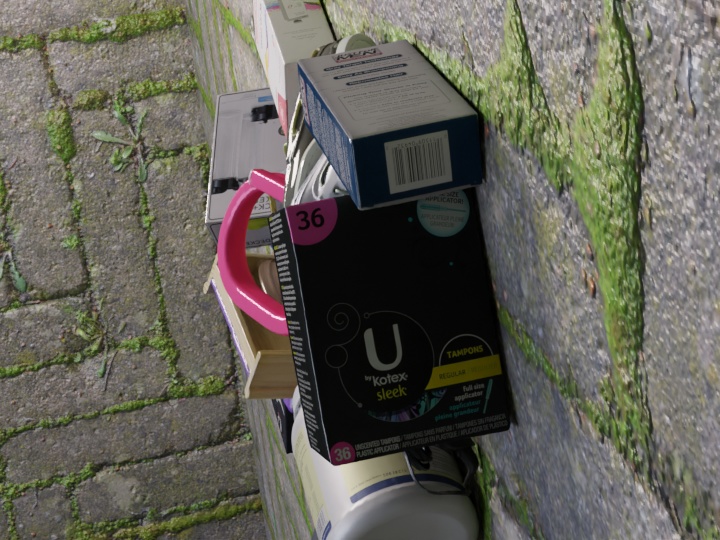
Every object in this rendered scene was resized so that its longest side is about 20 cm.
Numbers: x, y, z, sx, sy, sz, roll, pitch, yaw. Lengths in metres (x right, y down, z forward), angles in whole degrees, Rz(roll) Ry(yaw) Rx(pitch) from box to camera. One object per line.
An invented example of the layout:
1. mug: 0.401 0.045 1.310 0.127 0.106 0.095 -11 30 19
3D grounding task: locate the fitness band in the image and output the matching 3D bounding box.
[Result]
1. fitness band: -0.081 -0.018 1.339 0.200 0.037 0.145 32 114 50

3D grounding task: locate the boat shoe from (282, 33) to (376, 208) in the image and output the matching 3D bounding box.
1. boat shoe: -0.034 -0.121 1.255 0.060 0.072 0.203 0 69 44

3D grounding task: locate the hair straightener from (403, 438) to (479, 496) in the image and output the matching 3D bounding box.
1. hair straightener: 0.029 0.123 1.180 0.200 0.077 0.041 53 161 -6

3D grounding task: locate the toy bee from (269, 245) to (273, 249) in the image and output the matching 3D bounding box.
1. toy bee: -0.071 -0.064 1.677 0.200 0.108 0.131 52 -179 -11

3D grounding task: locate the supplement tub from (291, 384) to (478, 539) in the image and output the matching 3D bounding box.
1. supplement tub: 0.016 0.186 1.279 0.201 0.144 0.146 -111 14 -45

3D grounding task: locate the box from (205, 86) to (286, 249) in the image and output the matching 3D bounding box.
1. box: -0.116 -0.125 1.627 0.060 0.116 0.201 69 -161 -53

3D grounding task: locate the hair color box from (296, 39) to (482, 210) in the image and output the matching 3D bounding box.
1. hair color box: 0.019 -0.120 1.076 0.200 0.099 0.061 -118 19 -61

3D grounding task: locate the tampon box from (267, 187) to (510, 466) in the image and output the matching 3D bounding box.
1. tampon box: 0.020 0.037 1.089 0.126 0.149 0.202 175 84 -79

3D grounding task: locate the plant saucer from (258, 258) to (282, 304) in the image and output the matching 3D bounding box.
1. plant saucer: -0.042 0.062 1.553 0.200 0.029 0.200 50 -168 -14

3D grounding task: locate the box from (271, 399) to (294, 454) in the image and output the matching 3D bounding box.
1. box: -0.061 0.127 1.759 0.201 0.105 0.123 93 162 -52

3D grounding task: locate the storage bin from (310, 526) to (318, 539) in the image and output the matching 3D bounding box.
1. storage bin: -0.006 0.364 1.650 0.201 0.144 0.135 -113 26 -49

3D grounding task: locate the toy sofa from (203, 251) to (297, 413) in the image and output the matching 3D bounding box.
1. toy sofa: -0.121 0.074 1.608 0.200 0.082 0.098 62 139 45

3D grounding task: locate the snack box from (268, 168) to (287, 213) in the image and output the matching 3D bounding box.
1. snack box: -0.049 -0.045 1.493 0.200 0.053 0.143 -53 -44 -75

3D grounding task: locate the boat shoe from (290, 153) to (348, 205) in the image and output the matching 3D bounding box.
1. boat shoe: -0.011 -0.075 1.179 0.067 0.073 0.201 -28 43 60

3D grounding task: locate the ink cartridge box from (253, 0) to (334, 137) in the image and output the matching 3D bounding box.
1. ink cartridge box: -0.079 -0.264 1.560 0.117 0.067 0.201 92 164 -51
